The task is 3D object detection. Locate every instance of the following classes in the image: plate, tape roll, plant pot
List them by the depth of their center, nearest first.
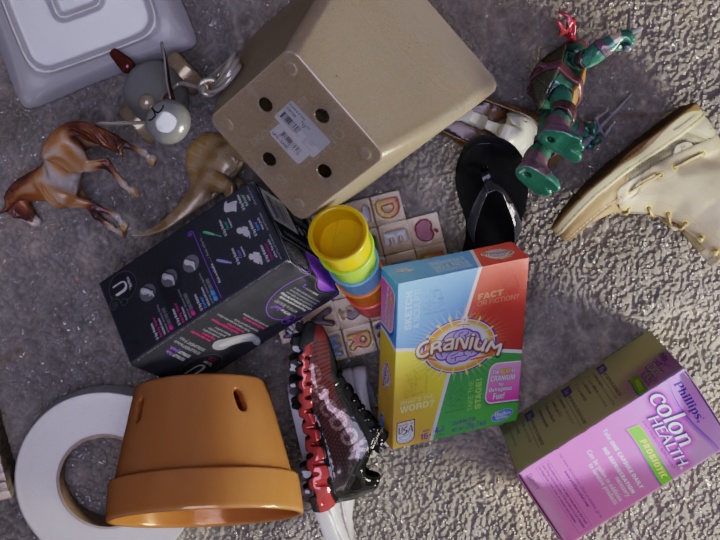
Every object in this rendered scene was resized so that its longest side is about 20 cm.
[{"bbox_3d":[-0.026,-0.168,1.561,0.200,0.177,0.200,49,132,-8],"label":"plant pot"},{"bbox_3d":[-0.161,0.186,1.636,0.200,0.200,0.140,-2,76,0],"label":"plant pot"},{"bbox_3d":[-0.297,-0.291,1.650,0.200,0.032,0.200,-20,100,3],"label":"plate"},{"bbox_3d":[-0.275,0.225,1.740,0.203,0.037,0.203,0,101,0],"label":"tape roll"}]

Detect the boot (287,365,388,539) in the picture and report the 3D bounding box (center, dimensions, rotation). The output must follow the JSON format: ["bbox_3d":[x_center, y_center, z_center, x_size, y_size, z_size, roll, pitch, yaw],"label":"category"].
[{"bbox_3d":[-0.011,0.202,1.720,0.096,0.074,0.200,-12,100,5],"label":"boot"}]

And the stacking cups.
[{"bbox_3d":[0.000,0.000,1.618,0.060,0.200,0.061,-5,67,12],"label":"stacking cups"}]

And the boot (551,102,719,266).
[{"bbox_3d":[0.317,-0.058,1.678,0.200,0.073,0.155,-39,96,0],"label":"boot"}]

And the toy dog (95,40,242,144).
[{"bbox_3d":[-0.211,-0.183,1.594,0.096,0.200,0.132,40,74,-16],"label":"toy dog"}]

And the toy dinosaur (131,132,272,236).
[{"bbox_3d":[-0.147,-0.095,1.685,0.101,0.058,0.200,34,90,9],"label":"toy dinosaur"}]

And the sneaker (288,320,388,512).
[{"bbox_3d":[-0.023,0.148,1.654,0.098,0.071,0.200,-8,94,0],"label":"sneaker"}]

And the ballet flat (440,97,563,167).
[{"bbox_3d":[0.125,-0.155,1.658,0.200,0.072,0.068,24,94,-5],"label":"ballet flat"}]

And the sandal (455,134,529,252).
[{"bbox_3d":[0.138,-0.048,1.658,0.076,0.043,0.200,-4,122,-2],"label":"sandal"}]

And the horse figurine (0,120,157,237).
[{"bbox_3d":[-0.288,-0.098,1.640,0.133,0.050,0.200,27,142,-5],"label":"horse figurine"}]

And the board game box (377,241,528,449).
[{"bbox_3d":[0.095,0.079,1.660,0.153,0.040,0.200,-11,120,-21],"label":"board game box"}]

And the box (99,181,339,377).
[{"bbox_3d":[-0.144,0.018,1.632,0.200,0.122,0.106,-33,62,13],"label":"box"}]

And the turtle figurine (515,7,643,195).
[{"bbox_3d":[0.219,-0.178,1.632,0.101,0.200,0.150,17,144,13],"label":"turtle figurine"}]

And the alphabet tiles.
[{"bbox_3d":[-0.002,0.008,1.719,0.200,0.006,0.166,-14,100,2],"label":"alphabet tiles"}]

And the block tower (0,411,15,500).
[{"bbox_3d":[-0.421,0.149,1.716,0.054,0.058,0.200,-12,98,1],"label":"block tower"}]

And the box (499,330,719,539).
[{"bbox_3d":[0.261,0.172,1.666,0.200,0.176,0.097,-34,98,4],"label":"box"}]
